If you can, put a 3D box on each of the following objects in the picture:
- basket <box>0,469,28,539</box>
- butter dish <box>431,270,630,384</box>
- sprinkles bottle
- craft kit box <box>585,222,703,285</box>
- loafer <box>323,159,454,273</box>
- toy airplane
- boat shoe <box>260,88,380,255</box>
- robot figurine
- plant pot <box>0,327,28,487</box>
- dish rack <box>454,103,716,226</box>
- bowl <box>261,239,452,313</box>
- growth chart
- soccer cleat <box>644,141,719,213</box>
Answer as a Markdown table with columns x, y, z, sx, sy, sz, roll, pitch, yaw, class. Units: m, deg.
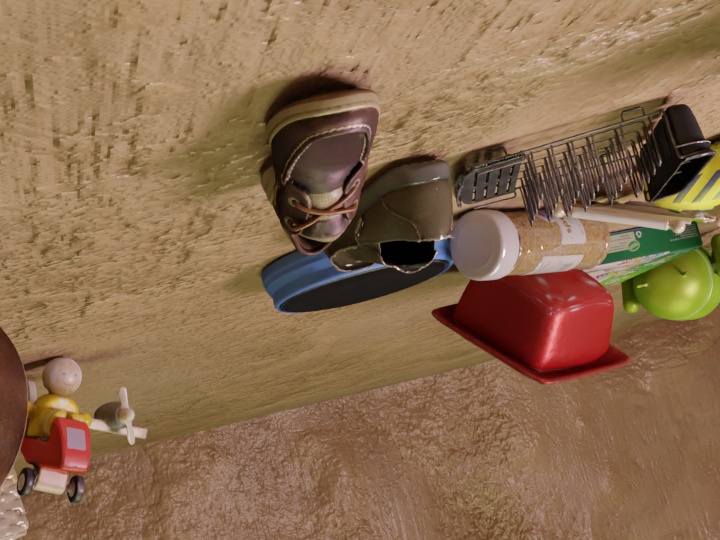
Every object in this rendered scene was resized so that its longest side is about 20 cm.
| x | y | z | sx | sy | sz | roll | pitch | yaw | class |
| --- | --- | --- | --- | --- | --- | --- | --- | --- | --- |
| -0.539 | 0.263 | 1.361 | 0.160 | 0.200 | 0.199 | -24 | 166 | 27 | basket |
| 0.222 | 0.032 | 1.377 | 0.199 | 0.149 | 0.199 | -7 | -152 | -44 | butter dish |
| 0.177 | -0.029 | 1.156 | 0.068 | 0.069 | 0.199 | -23 | 167 | 41 | sprinkles bottle |
| 0.331 | -0.011 | 1.555 | 0.198 | 0.049 | 0.197 | -10 | 172 | -23 | craft kit box |
| 0.019 | -0.027 | 0.929 | 0.074 | 0.070 | 0.200 | -11 | 169 | -21 | loafer |
| -0.363 | 0.164 | 1.310 | 0.198 | 0.142 | 0.200 | 22 | -173 | 11 | toy airplane |
| -0.023 | -0.054 | 0.715 | 0.071 | 0.073 | 0.200 | -12 | 170 | -15 | boat shoe |
| 0.481 | 0.017 | 1.707 | 0.174 | 0.117 | 0.199 | -21 | 168 | 28 | robot figurine |
| -0.343 | 0.072 | 0.720 | 0.185 | 0.189 | 0.200 | -15 | 156 | 6 | plant pot |
| 0.177 | -0.078 | 0.933 | 0.198 | 0.055 | 0.153 | -15 | 169 | 2 | dish rack |
| 0.000 | 0.000 | 1.142 | 0.199 | 0.040 | 0.201 | -14 | 170 | -2 | bowl |
| 0.280 | -0.058 | 1.143 | 0.143 | 0.018 | 0.199 | 10 | -171 | 27 | growth chart |
| 0.361 | -0.110 | 1.058 | 0.198 | 0.065 | 0.084 | -13 | 140 | 19 | soccer cleat |
